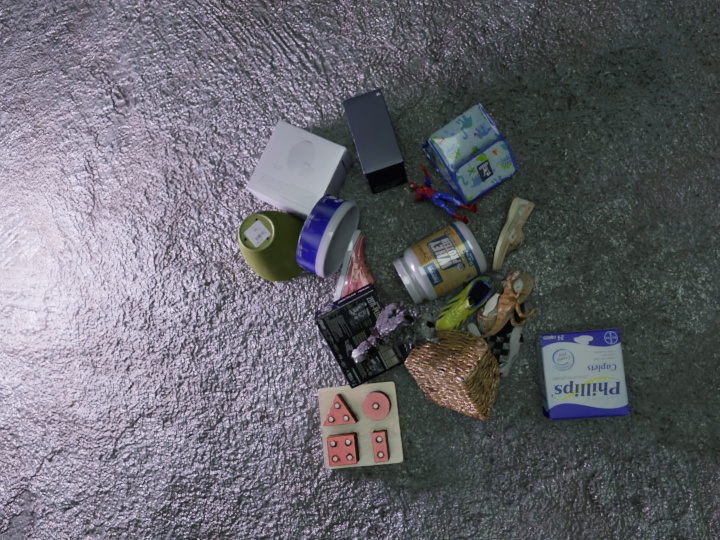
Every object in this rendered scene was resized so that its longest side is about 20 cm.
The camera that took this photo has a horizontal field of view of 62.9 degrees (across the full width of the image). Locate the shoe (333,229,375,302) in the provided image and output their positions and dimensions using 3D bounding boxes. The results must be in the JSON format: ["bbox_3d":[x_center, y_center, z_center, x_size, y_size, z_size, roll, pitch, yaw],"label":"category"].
[{"bbox_3d":[0.000,0.000,1.519,0.090,0.071,0.201,15,89,8],"label":"shoe"}]

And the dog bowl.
[{"bbox_3d":[-0.079,-0.086,1.472,0.078,0.200,0.201,24,86,13],"label":"dog bowl"}]

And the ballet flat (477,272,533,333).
[{"bbox_3d":[0.354,0.067,1.437,0.070,0.065,0.200,23,64,42],"label":"ballet flat"}]

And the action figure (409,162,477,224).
[{"bbox_3d":[0.192,-0.197,1.484,0.200,0.099,0.065,31,76,37],"label":"action figure"}]

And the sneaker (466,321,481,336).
[{"bbox_3d":[0.274,0.228,1.449,0.080,0.070,0.202,-7,81,10],"label":"sneaker"}]

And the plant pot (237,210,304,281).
[{"bbox_3d":[-0.231,-0.077,1.490,0.186,0.200,0.189,-1,82,7],"label":"plant pot"}]

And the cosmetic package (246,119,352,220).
[{"bbox_3d":[-0.157,-0.250,1.544,0.198,0.123,0.201,25,85,10],"label":"cosmetic package"}]

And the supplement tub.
[{"bbox_3d":[0.194,-0.016,1.454,0.199,0.145,0.145,-29,79,2],"label":"supplement tub"}]

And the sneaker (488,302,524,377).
[{"bbox_3d":[0.361,0.168,1.452,0.074,0.089,0.201,6,58,37],"label":"sneaker"}]

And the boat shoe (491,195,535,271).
[{"bbox_3d":[0.383,-0.087,1.479,0.065,0.072,0.201,20,80,11],"label":"boat shoe"}]

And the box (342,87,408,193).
[{"bbox_3d":[0.040,-0.324,1.499,0.103,0.182,0.201,-17,80,4],"label":"box"}]

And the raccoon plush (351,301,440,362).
[{"bbox_3d":[0.088,0.163,1.391,0.200,0.097,0.134,-39,120,14],"label":"raccoon plush"}]

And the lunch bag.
[{"bbox_3d":[0.281,-0.291,1.499,0.170,0.127,0.201,-33,92,-1],"label":"lunch bag"}]

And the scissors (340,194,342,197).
[{"bbox_3d":[-0.099,-0.117,1.552,0.014,0.073,0.200,23,53,12],"label":"scissors"}]

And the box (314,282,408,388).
[{"bbox_3d":[0.003,0.160,1.454,0.163,0.086,0.201,-28,100,3],"label":"box"}]

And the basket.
[{"bbox_3d":[0.234,0.238,1.402,0.143,0.199,0.149,-49,123,-26],"label":"basket"}]

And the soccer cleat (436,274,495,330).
[{"bbox_3d":[0.252,0.090,1.449,0.065,0.084,0.200,41,107,4],"label":"soccer cleat"}]

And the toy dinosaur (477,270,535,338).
[{"bbox_3d":[0.344,0.098,1.386,0.106,0.060,0.201,26,70,-3],"label":"toy dinosaur"}]

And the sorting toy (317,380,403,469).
[{"bbox_3d":[-0.004,0.386,1.462,0.199,0.070,0.200,-7,81,7],"label":"sorting toy"}]

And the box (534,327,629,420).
[{"bbox_3d":[0.521,0.244,1.396,0.183,0.105,0.201,-5,82,7],"label":"box"}]
